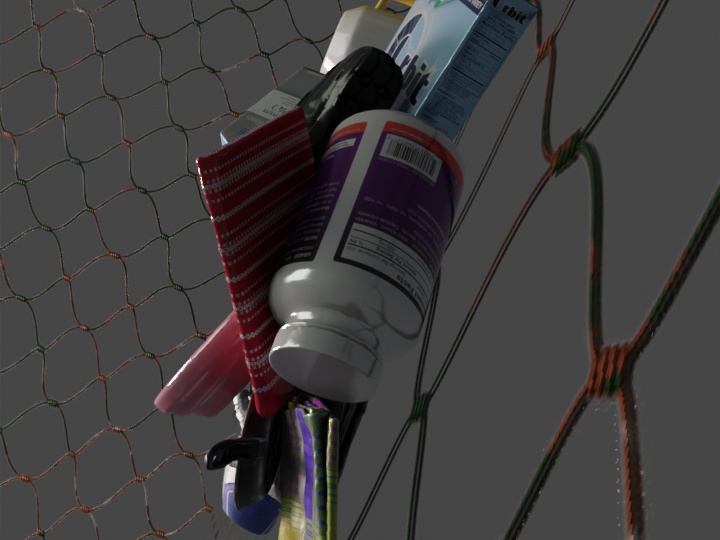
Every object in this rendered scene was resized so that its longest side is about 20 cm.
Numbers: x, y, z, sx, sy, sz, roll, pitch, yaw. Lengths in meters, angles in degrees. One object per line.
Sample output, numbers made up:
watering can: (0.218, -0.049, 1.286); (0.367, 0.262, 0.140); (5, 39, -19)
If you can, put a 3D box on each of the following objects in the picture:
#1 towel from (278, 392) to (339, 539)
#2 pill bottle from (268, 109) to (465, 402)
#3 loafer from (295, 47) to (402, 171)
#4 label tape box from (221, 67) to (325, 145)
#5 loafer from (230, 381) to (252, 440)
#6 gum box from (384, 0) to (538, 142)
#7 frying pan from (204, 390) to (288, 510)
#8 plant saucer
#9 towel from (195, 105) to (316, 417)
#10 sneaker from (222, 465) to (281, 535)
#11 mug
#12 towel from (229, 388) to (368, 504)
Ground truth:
towel: (-0.038, 0.158, 0.559); (0.200, 0.023, 0.145); (148, 124, -79)
pill bottle: (0.003, -0.011, 0.607); (0.113, 0.112, 0.201); (123, 169, -60)
loafer: (-0.040, -0.104, 0.716); (0.201, 0.068, 0.070); (-52, 23, 3)
label tape box: (-0.090, -0.092, 0.850); (0.200, 0.063, 0.145); (-48, -28, -35)
loafer: (-0.147, 0.192, 1.136); (0.068, 0.070, 0.201); (118, 173, -46)
gum box: (0.058, -0.174, 0.745); (0.201, 0.044, 0.170); (-56, 23, 21)
frying pan: (-0.080, 0.120, 0.644); (0.190, 0.031, 0.116); (94, -173, -63)
plant saucer: (-0.099, 0.059, 0.751); (0.201, 0.051, 0.201); (-47, 3, 4)
towel: (-0.062, -0.009, 0.631); (0.145, 0.022, 0.201); (-47, -49, -57)
sneaker: (-0.091, 0.183, 0.887); (0.115, 0.080, 0.201); (162, 133, -85)
mug: (0.037, -0.255, 1.035); (0.187, 0.152, 0.150); (-76, 10, -59)
towel: (-0.043, 0.114, 0.754); (0.200, 0.034, 0.194); (2, 67, 64)
